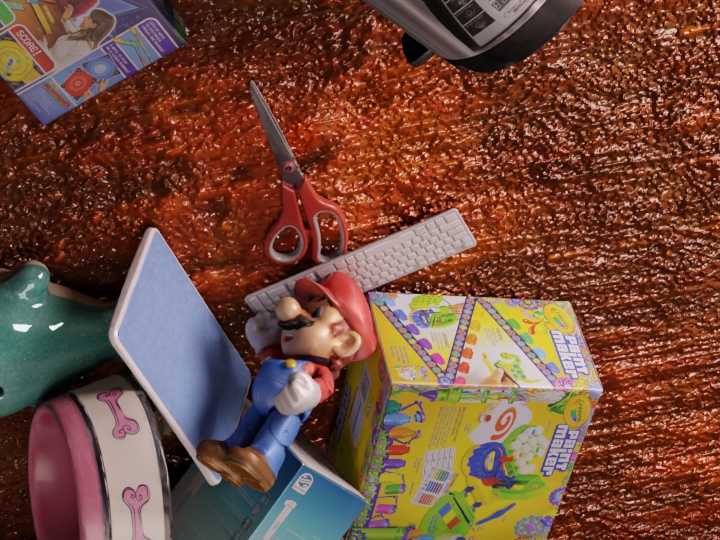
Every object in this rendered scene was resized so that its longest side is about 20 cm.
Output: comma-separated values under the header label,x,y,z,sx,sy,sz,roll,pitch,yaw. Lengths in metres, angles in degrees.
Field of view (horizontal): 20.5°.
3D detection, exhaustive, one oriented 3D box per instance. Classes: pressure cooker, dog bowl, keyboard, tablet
label,x,y,z,sx,sy,sz,roll,pitch,yaw
pressure cooker,0.083,-0.243,1.428,0.200,0.179,0.176,33,160,-31
dog bowl,-0.221,0.188,1.654,0.074,0.200,0.200,-5,132,-24
keyboard,0.000,0.000,1.713,0.200,0.011,0.056,-23,146,10
tablet,-0.151,0.074,1.685,0.014,0.130,0.200,-9,133,24

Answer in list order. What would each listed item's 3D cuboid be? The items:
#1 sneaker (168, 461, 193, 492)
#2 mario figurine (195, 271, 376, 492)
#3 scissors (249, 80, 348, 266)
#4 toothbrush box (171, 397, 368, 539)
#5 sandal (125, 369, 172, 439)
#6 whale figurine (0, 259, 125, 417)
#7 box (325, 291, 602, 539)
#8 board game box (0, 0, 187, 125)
label,x,y,z,sx,sy,sz,roll,pitch,yaw
sneaker,-0.182,0.209,1.827,0.200,0.070,0.078,17,109,-35
mario figurine,-0.069,0.079,1.660,0.123,0.200,0.106,22,157,24
scissors,-0.050,-0.080,1.647,0.073,0.014,0.200,-6,129,-2
toothbrush box,-0.108,0.234,1.747,0.085,0.146,0.200,36,91,-33
sandal,-0.209,0.146,1.778,0.201,0.057,0.080,-34,127,19
whale figurine,-0.270,0.066,1.672,0.200,0.104,0.159,-1,129,-8
box,0.087,0.136,1.773,0.193,0.122,0.200,4,129,-15
board game box,-0.240,-0.215,1.486,0.135,0.034,0.200,-27,129,13
